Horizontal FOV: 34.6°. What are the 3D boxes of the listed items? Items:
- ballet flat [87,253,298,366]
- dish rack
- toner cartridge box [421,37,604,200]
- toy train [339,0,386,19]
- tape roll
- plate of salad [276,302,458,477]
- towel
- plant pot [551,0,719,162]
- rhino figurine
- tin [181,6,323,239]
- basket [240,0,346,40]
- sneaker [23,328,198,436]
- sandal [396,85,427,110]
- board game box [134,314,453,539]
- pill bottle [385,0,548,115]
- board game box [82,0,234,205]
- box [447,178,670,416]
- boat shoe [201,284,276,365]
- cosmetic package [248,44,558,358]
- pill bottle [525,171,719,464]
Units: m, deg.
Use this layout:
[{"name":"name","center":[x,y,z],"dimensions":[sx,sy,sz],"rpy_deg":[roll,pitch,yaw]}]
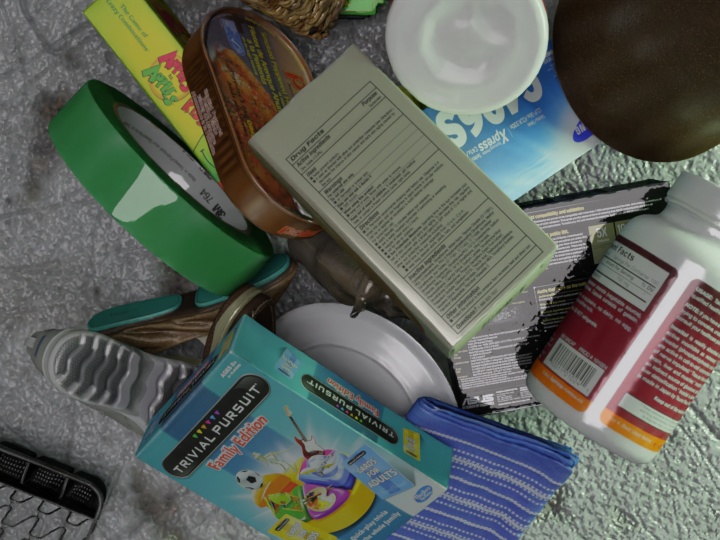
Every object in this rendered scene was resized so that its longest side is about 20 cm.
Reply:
[{"name":"ballet flat","center":[-0.138,0.047,1.006],"dimensions":[0.200,0.068,0.072],"rpy_deg":[-19,114,6]},{"name":"dish rack","center":[-0.322,0.253,1.041],"dimensions":[0.153,0.055,0.200],"rpy_deg":[21,97,3]},{"name":"toner cartridge box","center":[0.121,-0.113,0.912],"dimensions":[0.200,0.043,0.095],"rpy_deg":[-34,97,-37]},{"name":"toy train","center":[0.059,-0.234,0.972],"dimensions":[0.200,0.042,0.056],"rpy_deg":[4,105,4]},{"name":"tape roll","center":[-0.156,-0.065,0.923],"dimensions":[0.200,0.200,0.048],"rpy_deg":[45,96,0]},{"name":"plate of salad","center":[-0.003,0.115,0.988],"dimensions":[0.200,0.048,0.200],"rpy_deg":[13,119,24]},{"name":"towel","center":[0.075,0.194,0.961],"dimensions":[0.145,0.024,0.200],"rpy_deg":[21,126,-8]},{"name":"plant pot","center":[0.270,-0.186,0.851],"dimensions":[0.187,0.200,0.187],"rpy_deg":[1,87,-16]},{"name":"rhino figurine","center":[0.000,0.000,0.910],"dimensions":[0.087,0.200,0.060],"rpy_deg":[23,101,-29]},{"name":"tin","center":[-0.073,-0.115,0.903],"dimensions":[0.042,0.112,0.200],"rpy_deg":[-40,62,40]},{"name":"basket","center":[-0.098,-0.292,0.902],"dimensions":[0.200,0.149,0.143],"rpy_deg":[30,98,18]},{"name":"sneaker","center":[-0.193,0.093,0.977],"dimensions":[0.082,0.200,0.075],"rpy_deg":[18,73,45]},{"name":"sandal","center":[0.030,-0.111,0.928],"dimensions":[0.200,0.087,0.080],"rpy_deg":[-11,84,-39]},{"name":"board game box","center":[-0.053,0.144,0.911],"dimensions":[0.200,0.047,0.151],"rpy_deg":[34,125,-14]},{"name":"pill bottle","center":[0.079,-0.197,0.856],"dimensions":[0.111,0.200,0.111],"rpy_deg":[2,117,5]},{"name":"board game box","center":[-0.137,-0.145,0.964],"dimensions":[0.048,0.102,0.200],"rpy_deg":[-38,92,8]},{"name":"box","center":[0.164,0.021,0.963],"dimensions":[0.200,0.086,0.164],"rpy_deg":[-11,95,5]},{"name":"boat shoe","center":[-0.085,0.101,0.957],"dimensions":[0.075,0.075,0.202],"rpy_deg":[27,134,18]},{"name":"cosmetic package","center":[0.029,-0.046,0.801],"dimensions":[0.105,0.071,0.200],"rpy_deg":[-42,80,-4]},{"name":"pill bottle","center":[0.220,0.033,0.860],"dimensions":[0.113,0.113,0.200],"rpy_deg":[33,97,1]}]
